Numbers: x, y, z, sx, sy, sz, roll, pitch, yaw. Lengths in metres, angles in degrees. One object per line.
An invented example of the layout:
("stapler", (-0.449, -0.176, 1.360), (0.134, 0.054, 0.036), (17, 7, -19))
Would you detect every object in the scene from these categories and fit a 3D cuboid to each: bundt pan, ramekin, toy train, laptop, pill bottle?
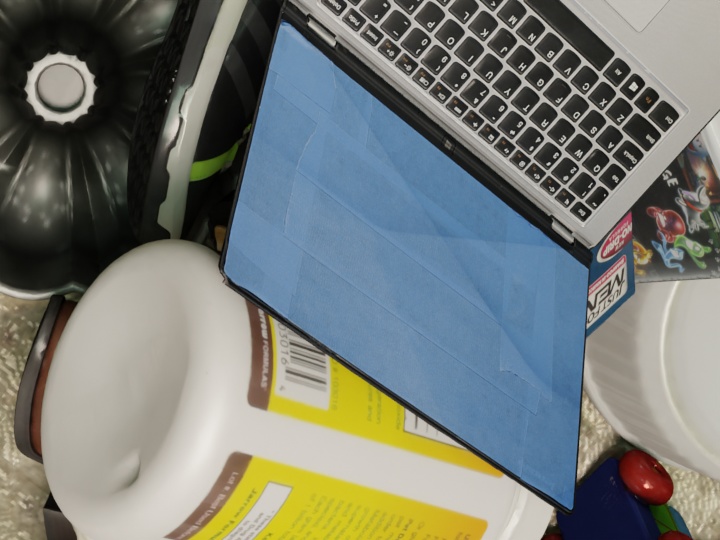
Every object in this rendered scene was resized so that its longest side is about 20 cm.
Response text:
("bundt pan", (-0.143, -0.092, 0.741), (0.200, 0.076, 0.204), (-2, 104, -9))
("ramekin", (0.215, 0.024, 0.817), (0.200, 0.094, 0.204), (-2, 103, -8))
("toy train", (0.173, 0.191, 0.795), (0.115, 0.200, 0.085), (33, 110, -22))
("laptop", (0.066, -0.051, 0.577), (0.187, 0.116, 0.200), (36, 102, -31))
("pill bottle", (-0.014, 0.065, 0.595), (0.199, 0.109, 0.110), (22, 99, -41))

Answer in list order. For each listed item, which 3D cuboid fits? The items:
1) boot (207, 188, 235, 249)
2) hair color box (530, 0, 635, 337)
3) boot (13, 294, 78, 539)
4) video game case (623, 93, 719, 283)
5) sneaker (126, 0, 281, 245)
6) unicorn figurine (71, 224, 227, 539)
("boot", (0.000, 0.000, 0.782), (0.132, 0.069, 0.201), (-48, 149, -32))
("hair color box", (0.066, -0.068, 0.708), (0.060, 0.100, 0.201), (-38, 133, -34))
("boot", (-0.060, 0.093, 0.748), (0.198, 0.069, 0.189), (6, 129, 6))
("video game case", (0.095, -0.084, 0.737), (0.023, 0.181, 0.201), (-35, 108, -32))
("sneaker", (-0.041, -0.096, 0.681), (0.082, 0.072, 0.202), (18, 96, -20))
("unicorn figurine", (-0.067, 0.062, 0.663), (0.199, 0.074, 0.138), (-21, 122, -10))
